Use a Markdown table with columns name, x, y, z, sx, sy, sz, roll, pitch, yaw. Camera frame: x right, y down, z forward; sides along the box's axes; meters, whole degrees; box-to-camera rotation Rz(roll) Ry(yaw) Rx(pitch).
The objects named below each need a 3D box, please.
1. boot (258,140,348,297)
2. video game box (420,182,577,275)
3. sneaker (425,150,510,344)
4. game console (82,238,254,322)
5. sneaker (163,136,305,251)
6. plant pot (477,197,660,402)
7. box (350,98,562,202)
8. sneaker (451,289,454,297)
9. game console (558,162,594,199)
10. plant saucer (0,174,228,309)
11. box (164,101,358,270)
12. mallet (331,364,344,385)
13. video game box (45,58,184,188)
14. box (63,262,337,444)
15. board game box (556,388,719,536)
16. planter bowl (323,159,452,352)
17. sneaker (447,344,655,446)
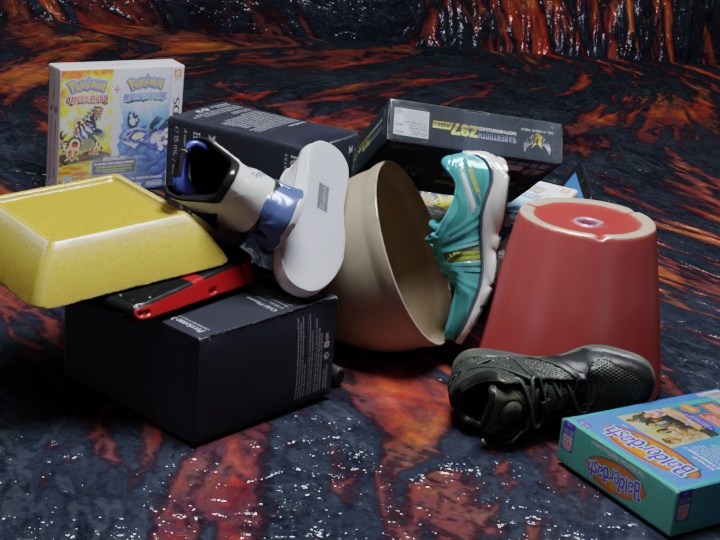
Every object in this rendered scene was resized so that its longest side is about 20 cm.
| name | x | y | z | sx | sy | sz | roll | pitch | yaw |
| --- | --- | --- | --- | --- | --- | --- | --- | --- | --- |
| boot | -0.066 | -0.034 | 1.327 | 0.073 | 0.095 | 0.202 | 33 | 42 | -19 |
| video game box | 0.134 | -0.062 | 1.592 | 0.198 | 0.047 | 0.182 | 16 | 34 | 29 |
| sneaker | 0.106 | -0.025 | 1.399 | 0.078 | 0.203 | 0.078 | 7 | 7 | 1 |
| game console | -0.218 | -0.004 | 1.264 | 0.198 | 0.031 | 0.176 | 17 | 27 | 33 |
| sneaker | -0.137 | -0.079 | 1.286 | 0.115 | 0.081 | 0.199 | 34 | -13 | -21 |
| plant pot | 0.222 | 0.029 | 1.375 | 0.197 | 0.180 | 0.201 | 5 | 19 | -2 |
| box | 0.102 | -0.128 | 1.467 | 0.197 | 0.052 | 0.158 | 7 | -14 | -14 |
| sneaker | 0.150 | -0.014 | 1.643 | 0.197 | 0.076 | 0.105 | -5 | 26 | -17 |
| game console | 0.213 | -0.076 | 1.783 | 0.168 | 0.120 | 0.200 | 6 | 18 | 2 |
| plant saucer | -0.254 | -0.039 | 1.243 | 0.198 | 0.049 | 0.199 | -15 | 28 | -35 |
| box | -0.120 | -0.076 | 1.559 | 0.198 | 0.200 | 0.117 | 15 | 21 | 26 |
| mallet | -0.091 | 0.057 | 1.379 | 0.198 | 0.067 | 0.041 | 20 | 22 | 37 |
| video game box | -0.348 | -0.205 | 1.904 | 0.198 | 0.185 | 0.047 | -10 | 23 | -37 |
| box | -0.155 | 0.063 | 1.282 | 0.198 | 0.106 | 0.181 | 20 | 23 | 39 |
| board game box | 0.300 | 0.167 | 1.197 | 0.198 | 0.046 | 0.152 | -5 | 22 | -31 |
| planter bowl | 0.000 | 0.000 | 1.422 | 0.133 | 0.203 | 0.200 | -18 | 11 | 19 |
| sneaker | 0.176 | 0.120 | 1.251 | 0.196 | 0.077 | 0.114 | 2 | 20 | 11 |
